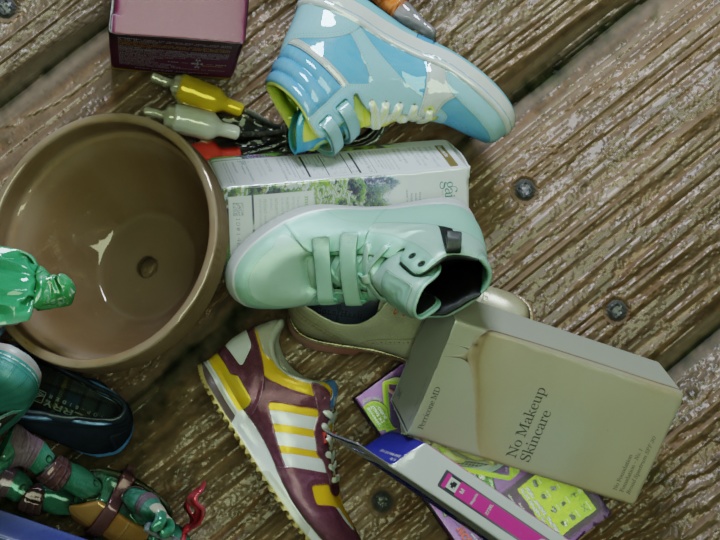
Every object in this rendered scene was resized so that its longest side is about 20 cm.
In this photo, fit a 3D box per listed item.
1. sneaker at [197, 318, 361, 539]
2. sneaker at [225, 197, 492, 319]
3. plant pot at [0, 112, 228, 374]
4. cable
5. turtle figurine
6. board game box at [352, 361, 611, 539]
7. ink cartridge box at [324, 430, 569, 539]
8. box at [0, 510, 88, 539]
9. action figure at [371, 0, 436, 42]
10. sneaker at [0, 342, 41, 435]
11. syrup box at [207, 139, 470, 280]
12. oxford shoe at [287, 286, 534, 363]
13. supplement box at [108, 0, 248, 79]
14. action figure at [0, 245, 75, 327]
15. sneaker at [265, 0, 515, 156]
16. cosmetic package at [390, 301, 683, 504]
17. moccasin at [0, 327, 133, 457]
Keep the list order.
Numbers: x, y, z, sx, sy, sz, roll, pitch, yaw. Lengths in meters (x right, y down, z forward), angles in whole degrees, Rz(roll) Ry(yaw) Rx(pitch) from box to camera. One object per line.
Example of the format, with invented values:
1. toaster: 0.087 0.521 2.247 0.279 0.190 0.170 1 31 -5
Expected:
1. sneaker: -0.042 0.135 1.651 0.090 0.075 0.201 -35 93 -2
2. sneaker: 0.000 0.000 1.557 0.199 0.118 0.074 -13 115 -5
3. plant pot: -0.183 -0.014 1.615 0.199 0.093 0.202 -5 75 20
4. cable: -0.076 -0.103 1.669 0.198 0.050 0.098 4 91 -7
5. turtle figurine: -0.201 0.197 1.622 0.199 0.101 0.150 30 125 -9
6. board game box: 0.098 0.150 1.690 0.120 0.032 0.201 -35 91 -11
7. ink cartridge box: 0.070 0.170 1.608 0.199 0.095 0.037 33 83 -14
8. box: -0.252 0.244 1.595 0.199 0.032 0.122 17 127 7
9. action figure: 0.020 -0.297 1.665 0.193 0.105 0.201 32 88 -14
10. sneaker: -0.311 0.129 1.565 0.071 0.080 0.200 37 128 -21
11. syrup box: -0.016 -0.048 1.644 0.198 0.081 0.079 -6 111 -11
12. oxford shoe: 0.038 0.035 1.647 0.198 0.074 0.071 -1 71 3
13. supplement box: -0.138 -0.225 1.593 0.102 0.200 0.132 5 88 -6
14. action figure: -0.312 0.017 1.563 0.198 0.055 0.119 -1 54 6
15. sneaker: 0.014 -0.125 1.643 0.199 0.080 0.131 30 73 -2
16. cosmetic package: 0.136 0.099 1.623 0.199 0.073 0.104 17 106 -16
17. moccasin: -0.267 0.080 1.622 0.199 0.068 0.081 16 61 -6
